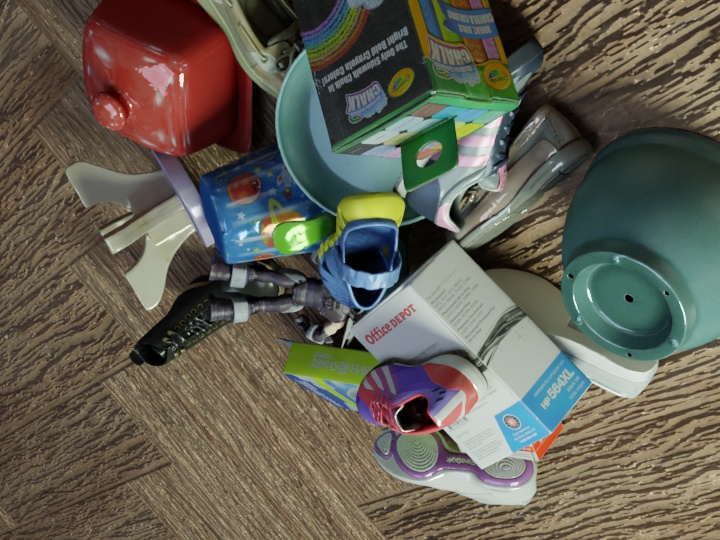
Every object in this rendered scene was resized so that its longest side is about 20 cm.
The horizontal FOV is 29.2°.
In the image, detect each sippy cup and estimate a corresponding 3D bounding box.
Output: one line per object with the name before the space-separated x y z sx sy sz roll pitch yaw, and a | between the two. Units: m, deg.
sippy cup | -0.094 -0.070 1.438 0.178 0.130 0.140 126 126 -75

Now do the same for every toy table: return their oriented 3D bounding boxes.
toy table | -0.237 -0.061 1.556 0.184 0.117 0.200 60 172 1

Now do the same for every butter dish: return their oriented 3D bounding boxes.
butter dish | -0.225 -0.201 1.459 0.200 0.148 0.200 27 141 20

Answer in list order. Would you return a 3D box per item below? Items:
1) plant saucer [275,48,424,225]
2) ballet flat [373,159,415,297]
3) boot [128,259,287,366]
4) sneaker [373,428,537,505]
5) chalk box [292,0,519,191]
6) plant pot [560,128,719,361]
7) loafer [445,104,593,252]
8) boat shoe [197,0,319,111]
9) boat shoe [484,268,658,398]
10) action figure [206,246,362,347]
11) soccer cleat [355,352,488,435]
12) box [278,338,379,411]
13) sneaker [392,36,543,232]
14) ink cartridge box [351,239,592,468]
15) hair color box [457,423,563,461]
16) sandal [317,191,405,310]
plant saucer | 0.018 -0.142 1.333 0.200 0.036 0.200 5 110 13
ballet flat | 0.025 -0.050 1.442 0.075 0.068 0.200 -125 34 -45
boot | -0.184 0.059 1.681 0.077 0.138 0.200 52 141 -11
sneaker | 0.110 0.239 1.621 0.200 0.075 0.100 12 151 20
chalk box | 0.043 -0.169 1.180 0.125 0.124 0.200 -25 75 39
plant pot | 0.259 -0.005 1.217 0.200 0.134 0.200 24 140 23
loafer | 0.141 -0.085 1.314 0.063 0.072 0.200 58 138 9
boat shoe | -0.093 -0.246 1.361 0.201 0.073 0.063 53 147 -1
boat shoe | 0.203 0.066 1.399 0.200 0.072 0.069 23 139 11
action figure | -0.072 0.022 1.563 0.200 0.069 0.130 6 104 -6
soccer cleat | 0.042 0.130 1.348 0.068 0.073 0.200 53 148 -11
box | 0.005 0.131 1.616 0.200 0.048 0.122 6 159 39
sneaker | 0.117 -0.120 1.257 0.082 0.070 0.200 43 122 5
ink cartridge box | 0.106 0.085 1.373 0.200 0.084 0.146 47 149 -1
hair color box | 0.131 0.110 1.504 0.111 0.064 0.200 0 124 43
sandal | 0.000 0.000 1.339 0.079 0.087 0.200 -1 158 -3
